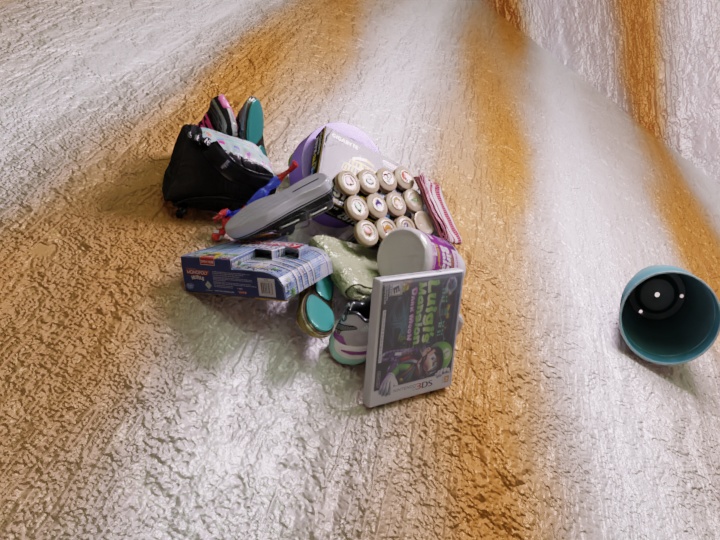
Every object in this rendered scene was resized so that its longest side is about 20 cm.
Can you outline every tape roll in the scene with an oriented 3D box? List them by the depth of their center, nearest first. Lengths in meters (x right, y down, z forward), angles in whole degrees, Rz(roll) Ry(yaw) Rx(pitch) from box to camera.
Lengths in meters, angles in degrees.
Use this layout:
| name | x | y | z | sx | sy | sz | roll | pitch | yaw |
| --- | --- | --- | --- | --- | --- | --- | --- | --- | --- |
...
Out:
| name | x | y | z | sx | sy | sz | roll | pitch | yaw |
| --- | --- | --- | --- | --- | --- | --- | --- | --- | --- |
| tape roll | -0.044 | -0.193 | 1.333 | 0.196 | 0.065 | 0.205 | 7 | 77 | -30 |

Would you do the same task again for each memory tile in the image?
| name | x | y | z | sx | sy | sz | roll | pitch | yaw |
| --- | --- | --- | --- | --- | --- | --- | --- | --- | --- |
| memory tile | 0.049 | -0.125 | 1.246 | 0.197 | 0.017 | 0.156 | -11 | 76 | -40 |

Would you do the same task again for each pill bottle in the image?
| name | x | y | z | sx | sy | sz | roll | pitch | yaw |
| --- | --- | --- | --- | --- | --- | --- | --- | --- | --- |
| pill bottle | 0.123 | -0.010 | 1.228 | 0.112 | 0.113 | 0.199 | 47 | 19 | 28 |

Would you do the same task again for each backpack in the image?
| name | x | y | z | sx | sy | sz | roll | pitch | yaw |
| --- | --- | --- | --- | --- | --- | --- | --- | --- | --- |
| backpack | -0.250 | -0.179 | 1.207 | 0.197 | 0.168 | 0.128 | 12 | 37 | -32 |

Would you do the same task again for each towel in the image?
| name | x | y | z | sx | sy | sz | roll | pitch | yaw |
| --- | --- | --- | --- | --- | --- | --- | --- | --- | --- |
| towel | 0.000 | 0.000 | 1.188 | 0.198 | 0.037 | 0.149 | 12 | 35 | -53 |
| towel | 0.170 | -0.124 | 1.375 | 0.147 | 0.022 | 0.199 | 67 | 17 | 7 |

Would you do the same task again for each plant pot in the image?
| name | x | y | z | sx | sy | sz | roll | pitch | yaw |
| --- | --- | --- | --- | --- | --- | --- | --- | --- | --- |
| plant pot | 0.662 | 0.077 | 1.437 | 0.197 | 0.203 | 0.188 | 30 | 20 | 7 |

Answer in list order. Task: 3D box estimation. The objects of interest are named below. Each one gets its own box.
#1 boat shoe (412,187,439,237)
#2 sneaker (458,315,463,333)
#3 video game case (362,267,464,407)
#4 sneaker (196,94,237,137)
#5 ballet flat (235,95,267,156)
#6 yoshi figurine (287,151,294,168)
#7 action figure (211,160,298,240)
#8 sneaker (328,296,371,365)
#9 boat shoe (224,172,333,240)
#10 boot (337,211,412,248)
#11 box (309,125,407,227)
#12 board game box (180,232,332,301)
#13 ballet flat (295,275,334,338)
| name | x | y | z | sx | sy | sz | roll | pitch | yaw |
| --- | --- | --- | --- | --- | --- | --- | --- | --- | --- |
| boat shoe | 0.143 | -0.120 | 1.448 | 0.072 | 0.068 | 0.202 | 9 | 39 | -22 |
| sneaker | 0.089 | 0.080 | 1.179 | 0.196 | 0.078 | 0.082 | 14 | 22 | -29 |
| video game case | 0.086 | 0.103 | 1.036 | 0.179 | 0.205 | 0.023 | -6 | 17 | -37 |
| sneaker | -0.297 | -0.260 | 1.262 | 0.086 | 0.200 | 0.075 | -23 | 80 | -29 |
| ballet flat | -0.225 | -0.256 | 1.292 | 0.072 | 0.203 | 0.075 | 0 | 45 | 0 |
| yoshi figurine | -0.083 | -0.233 | 1.427 | 0.111 | 0.115 | 0.199 | 26 | 34 | 29 |
| action figure | -0.182 | -0.109 | 1.142 | 0.066 | 0.198 | 0.099 | 54 | 5 | -14 |
| sneaker | 0.056 | 0.091 | 1.065 | 0.196 | 0.142 | 0.078 | 6 | 34 | -26 |
| boat shoe | -0.129 | -0.090 | 1.101 | 0.197 | 0.072 | 0.072 | -26 | 33 | -11 |
| boot | 0.046 | -0.070 | 1.330 | 0.198 | 0.073 | 0.091 | -29 | 80 | -37 |
| box | -0.005 | -0.166 | 1.268 | 0.197 | 0.049 | 0.163 | 23 | 59 | -25 |
| board game box | -0.155 | -0.017 | 1.083 | 0.196 | 0.063 | 0.199 | 4 | 19 | 26 |
| ballet flat | -0.079 | 0.063 | 1.079 | 0.069 | 0.072 | 0.201 | 18 | 28 | -10 |
